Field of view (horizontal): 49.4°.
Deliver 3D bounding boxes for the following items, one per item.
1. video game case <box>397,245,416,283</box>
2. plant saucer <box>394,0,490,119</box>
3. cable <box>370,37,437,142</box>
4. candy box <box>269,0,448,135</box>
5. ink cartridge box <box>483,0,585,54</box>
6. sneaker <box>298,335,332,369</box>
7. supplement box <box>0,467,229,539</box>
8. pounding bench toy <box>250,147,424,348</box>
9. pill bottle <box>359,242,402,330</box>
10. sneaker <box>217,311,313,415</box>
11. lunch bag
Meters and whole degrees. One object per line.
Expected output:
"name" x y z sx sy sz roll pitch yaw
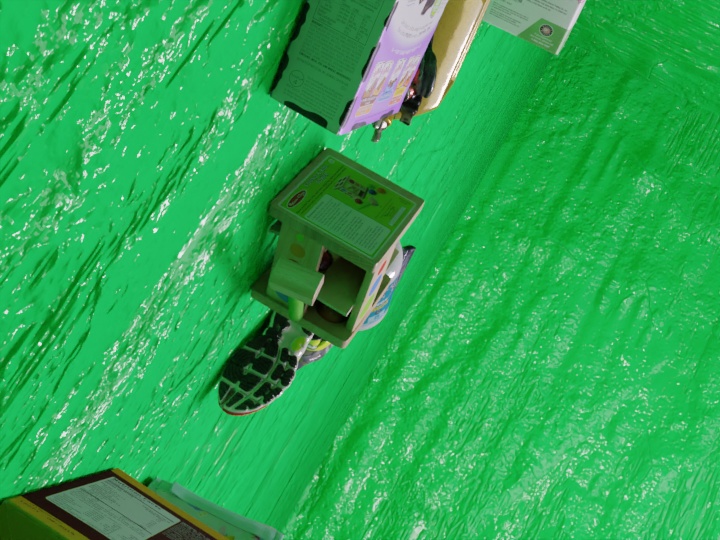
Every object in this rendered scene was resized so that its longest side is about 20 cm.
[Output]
"video game case" 0.079 0.031 1.972 0.201 0.019 0.143 -62 171 9
"plant saucer" 0.116 -0.296 0.999 0.200 0.048 0.201 -60 174 -61
"cable" 0.053 -0.233 0.833 0.097 0.050 0.201 134 -29 -59
"candy box" 0.020 -0.229 0.659 0.201 0.071 0.168 -65 170 23
"ink cartridge box" 0.302 -0.476 1.255 0.084 0.144 0.201 -50 165 -53
"sneaker" -0.064 0.095 1.235 0.081 0.074 0.200 -54 169 23
"supplement box" -0.231 0.290 0.630 0.198 0.132 0.200 -61 171 -4
"pounding bench toy" -0.045 0.003 0.828 0.200 0.124 0.156 -52 168 -45
"pill bottle" 0.000 0.000 1.126 0.111 0.110 0.200 -56 169 -27
"sneaker" -0.114 0.121 0.982 0.200 0.077 0.085 -50 171 -49
"lunch bag" -0.189 0.339 0.901 0.122 0.169 0.201 -61 175 -56
